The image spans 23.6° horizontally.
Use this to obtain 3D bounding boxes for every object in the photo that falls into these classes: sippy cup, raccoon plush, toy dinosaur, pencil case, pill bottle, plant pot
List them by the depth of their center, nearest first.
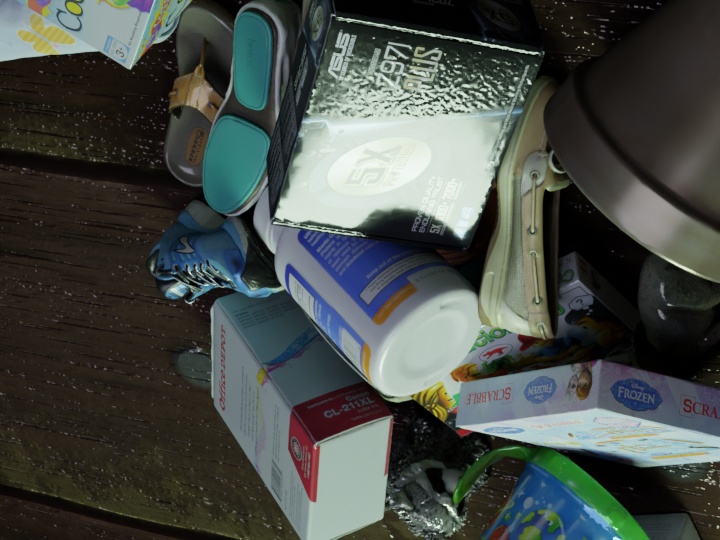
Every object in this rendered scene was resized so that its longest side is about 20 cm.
[{"bbox_3d":[0.254,-0.121,1.189,0.199,0.200,0.174,34,119,-1],"label":"plant pot"},{"bbox_3d":[0.254,0.021,1.351,0.077,0.102,0.201,-126,25,-43],"label":"toy dinosaur"},{"bbox_3d":[0.000,0.000,1.409,0.200,0.112,0.113,46,146,34],"label":"pill bottle"},{"bbox_3d":[-0.246,-0.225,1.442,0.199,0.091,0.083,0,141,31],"label":"pencil case"},{"bbox_3d":[0.163,0.245,1.497,0.140,0.130,0.178,50,169,-34],"label":"sippy cup"},{"bbox_3d":[0.050,0.228,1.630,0.096,0.134,0.200,32,136,0],"label":"raccoon plush"}]

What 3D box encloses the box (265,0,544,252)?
[{"bbox_3d":[0.029,-0.124,1.309,0.163,0.086,0.201,9,130,-14],"label":"box"}]

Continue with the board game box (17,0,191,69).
[{"bbox_3d":[-0.152,-0.261,1.272,0.103,0.200,0.105,31,137,2],"label":"board game box"}]

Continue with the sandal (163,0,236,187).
[{"bbox_3d":[-0.138,-0.142,1.473,0.081,0.055,0.201,28,134,5],"label":"sandal"}]

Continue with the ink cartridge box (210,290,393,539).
[{"bbox_3d":[-0.057,0.126,1.572,0.200,0.082,0.146,52,151,38],"label":"ink cartridge box"}]

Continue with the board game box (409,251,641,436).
[{"bbox_3d":[0.131,0.065,1.449,0.199,0.035,0.126,-27,135,27],"label":"board game box"}]

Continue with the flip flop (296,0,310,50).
[{"bbox_3d":[-0.020,-0.161,1.371,0.081,0.058,0.201,14,126,23],"label":"flip flop"}]

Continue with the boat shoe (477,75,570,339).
[{"bbox_3d":[0.140,-0.049,1.339,0.063,0.073,0.202,14,99,20],"label":"boat shoe"}]

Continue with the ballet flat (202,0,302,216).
[{"bbox_3d":[-0.081,-0.136,1.427,0.069,0.069,0.201,22,125,12],"label":"ballet flat"}]

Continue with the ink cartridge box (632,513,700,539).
[{"bbox_3d":[0.234,0.346,1.580,0.146,0.200,0.145,-8,123,35],"label":"ink cartridge box"}]

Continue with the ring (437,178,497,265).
[{"bbox_3d":[0.037,-0.080,1.453,0.199,0.019,0.201,17,134,18],"label":"ring"}]

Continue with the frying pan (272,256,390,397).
[{"bbox_3d":[-0.017,0.049,1.532,0.031,0.190,0.115,-44,116,6],"label":"frying pan"}]

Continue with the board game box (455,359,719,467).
[{"bbox_3d":[0.213,0.120,1.399,0.198,0.041,0.200,15,165,-27],"label":"board game box"}]

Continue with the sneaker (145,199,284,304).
[{"bbox_3d":[-0.132,0.001,1.514,0.079,0.090,0.200,54,165,-21],"label":"sneaker"}]

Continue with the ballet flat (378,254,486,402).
[{"bbox_3d":[0.086,0.051,1.515,0.062,0.068,0.200,11,141,-36],"label":"ballet flat"}]
